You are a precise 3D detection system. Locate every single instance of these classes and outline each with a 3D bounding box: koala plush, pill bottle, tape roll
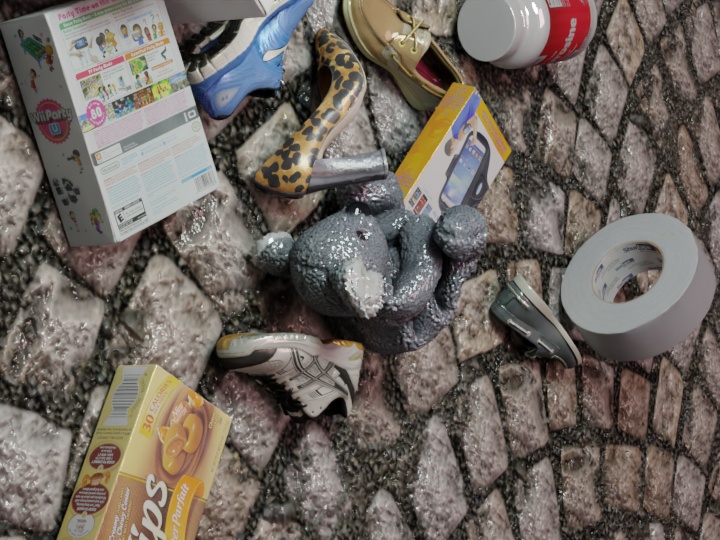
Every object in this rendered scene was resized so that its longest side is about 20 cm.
[{"bbox_3d":[0.000,0.000,1.437,0.199,0.176,0.186,0,110,-55],"label":"koala plush"},{"bbox_3d":[0.210,-0.315,1.787,0.199,0.111,0.114,-18,101,-51],"label":"pill bottle"},{"bbox_3d":[0.371,0.021,1.894,0.066,0.198,0.202,47,51,-37],"label":"tape roll"}]

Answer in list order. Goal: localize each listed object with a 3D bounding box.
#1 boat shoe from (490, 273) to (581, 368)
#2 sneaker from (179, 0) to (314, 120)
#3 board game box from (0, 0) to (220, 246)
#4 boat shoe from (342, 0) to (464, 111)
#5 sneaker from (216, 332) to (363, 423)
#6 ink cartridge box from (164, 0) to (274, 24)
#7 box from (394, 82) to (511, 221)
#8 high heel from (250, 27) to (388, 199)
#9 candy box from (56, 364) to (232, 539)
[{"bbox_3d":[0.227,0.078,1.830,0.062,0.073,0.200,-39,137,3],"label":"boat shoe"},{"bbox_3d":[-0.107,-0.222,1.402,0.200,0.078,0.090,-51,136,-35],"label":"sneaker"},{"bbox_3d":[-0.217,-0.142,1.245,0.147,0.064,0.203,-34,115,-50],"label":"board game box"},{"bbox_3d":[0.053,-0.260,1.611,0.200,0.066,0.075,40,55,-43],"label":"boat shoe"},{"bbox_3d":[-0.065,0.109,1.412,0.199,0.075,0.089,12,82,-49],"label":"sneaker"},{"bbox_3d":[-0.127,-0.330,1.314,0.084,0.144,0.202,54,48,-44],"label":"ink cartridge box"},{"bbox_3d":[0.094,-0.101,1.627,0.201,0.041,0.119,-59,139,-19],"label":"box"},{"bbox_3d":[-0.062,-0.169,1.471,0.140,0.072,0.202,-10,62,-15],"label":"high heel"},{"bbox_3d":[-0.193,0.198,1.248,0.115,0.055,0.202,42,56,-43],"label":"candy box"}]
